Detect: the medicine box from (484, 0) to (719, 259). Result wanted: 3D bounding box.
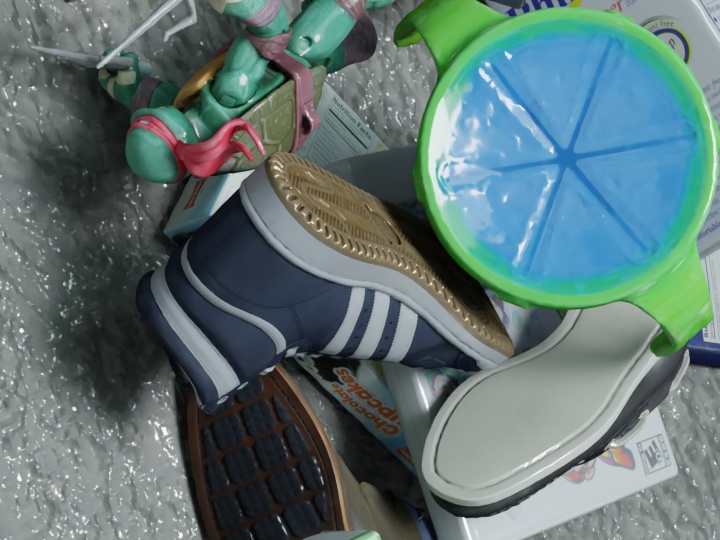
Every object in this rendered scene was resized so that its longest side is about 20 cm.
[{"bbox_3d":[0.180,-0.122,1.384,0.200,0.103,0.182,57,30,3],"label":"medicine box"}]

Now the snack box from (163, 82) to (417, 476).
[{"bbox_3d":[0.000,0.000,1.253,0.200,0.037,0.116,45,47,-25],"label":"snack box"}]

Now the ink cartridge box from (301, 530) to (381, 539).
[{"bbox_3d":[-0.031,0.228,1.075,0.146,0.084,0.200,-22,92,-21],"label":"ink cartridge box"}]

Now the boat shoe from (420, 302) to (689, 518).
[{"bbox_3d":[0.099,0.064,1.223,0.200,0.074,0.060,-45,145,-40],"label":"boat shoe"}]

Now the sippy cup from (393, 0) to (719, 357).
[{"bbox_3d":[0.090,-0.045,1.190,0.139,0.130,0.178,-4,85,-2],"label":"sippy cup"}]

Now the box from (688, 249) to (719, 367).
[{"bbox_3d":[0.170,-0.011,1.435,0.200,0.032,0.121,10,68,-45],"label":"box"}]

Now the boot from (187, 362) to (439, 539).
[{"bbox_3d":[-0.015,0.123,1.193,0.200,0.075,0.097,66,19,6],"label":"boot"}]

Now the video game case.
[{"bbox_3d":[0.074,0.029,1.274,0.182,0.024,0.200,-14,85,-49],"label":"video game case"}]

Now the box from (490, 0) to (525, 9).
[{"bbox_3d":[0.036,-0.246,1.299,0.156,0.041,0.200,17,66,-1],"label":"box"}]

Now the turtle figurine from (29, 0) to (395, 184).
[{"bbox_3d":[-0.058,-0.092,1.141,0.200,0.150,0.101,-34,97,-40],"label":"turtle figurine"}]

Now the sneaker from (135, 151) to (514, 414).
[{"bbox_3d":[-0.019,0.022,1.147,0.200,0.108,0.070,30,26,-51],"label":"sneaker"}]
